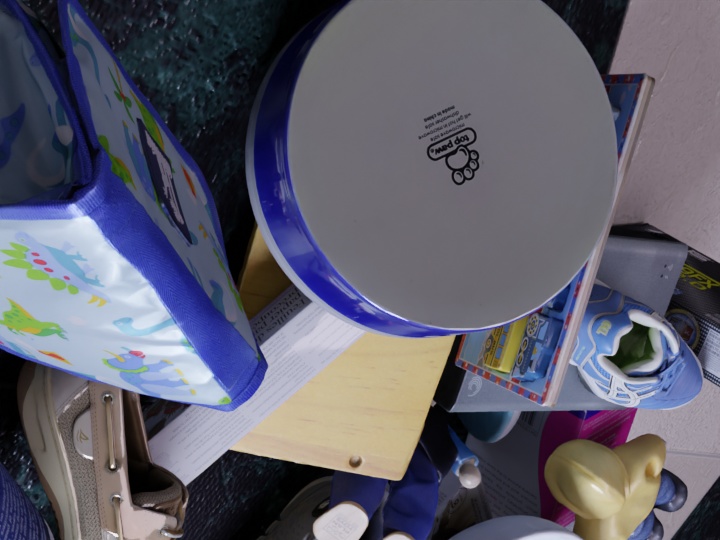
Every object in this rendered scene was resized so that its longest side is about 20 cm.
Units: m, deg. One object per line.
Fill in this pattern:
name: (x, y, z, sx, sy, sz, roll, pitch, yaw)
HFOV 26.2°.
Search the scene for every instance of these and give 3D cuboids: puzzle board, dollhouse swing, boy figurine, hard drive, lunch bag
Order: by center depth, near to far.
lunch bag: (-0.137, -0.033, 0.635, 0.128, 0.199, 0.170, -49, 148, -11)
puzzle board: (0.113, -0.025, 0.962, 0.017, 0.151, 0.202, 17, 90, -19)
dollhouse swing: (0.000, 0.000, 1.021, 0.180, 0.176, 0.201, 12, 115, -13)
hard drive: (0.146, 0.034, 1.126, 0.199, 0.033, 0.141, 4, 111, -42)
boy figurine: (0.203, 0.185, 1.252, 0.125, 0.064, 0.200, -59, 149, 4)

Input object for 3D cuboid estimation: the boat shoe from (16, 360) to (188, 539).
boat shoe: (-0.129, 0.136, 0.851, 0.071, 0.064, 0.201, -83, 160, -67)

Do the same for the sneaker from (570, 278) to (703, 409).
sneaker: (0.195, 0.064, 1.105, 0.199, 0.077, 0.076, 27, 95, -46)

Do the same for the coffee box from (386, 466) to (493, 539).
coffee box: (0.008, 0.228, 1.194, 0.200, 0.080, 0.113, -46, 149, -17)

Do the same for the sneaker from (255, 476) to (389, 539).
sneaker: (-0.050, 0.214, 1.062, 0.200, 0.075, 0.115, -51, -170, -26)

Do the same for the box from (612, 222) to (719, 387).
box: (0.270, 0.027, 1.267, 0.160, 0.199, 0.045, -7, 124, -51)

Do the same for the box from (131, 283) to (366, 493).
box: (-0.080, 0.075, 0.909, 0.200, 0.039, 0.041, -41, 116, 2)

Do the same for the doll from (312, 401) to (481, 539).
doll: (0.022, 0.123, 1.079, 0.049, 0.136, 0.200, -55, -175, 32)

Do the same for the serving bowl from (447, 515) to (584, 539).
serving bowl: (0.088, 0.265, 1.180, 0.199, 0.066, 0.201, -21, 129, -28)

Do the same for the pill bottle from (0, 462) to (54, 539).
pill bottle: (-0.215, 0.137, 0.758, 0.111, 0.111, 0.201, -45, 145, -19)

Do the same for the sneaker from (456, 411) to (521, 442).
sneaker: (0.144, 0.039, 1.204, 0.130, 0.079, 0.201, -18, 134, -35)

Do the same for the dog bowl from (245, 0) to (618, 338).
dog bowl: (0.040, -0.063, 0.862, 0.200, 0.200, 0.079, -48, -168, -15)

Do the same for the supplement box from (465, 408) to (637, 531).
supplement box: (0.154, 0.158, 1.318, 0.103, 0.101, 0.201, -21, 134, -45)
